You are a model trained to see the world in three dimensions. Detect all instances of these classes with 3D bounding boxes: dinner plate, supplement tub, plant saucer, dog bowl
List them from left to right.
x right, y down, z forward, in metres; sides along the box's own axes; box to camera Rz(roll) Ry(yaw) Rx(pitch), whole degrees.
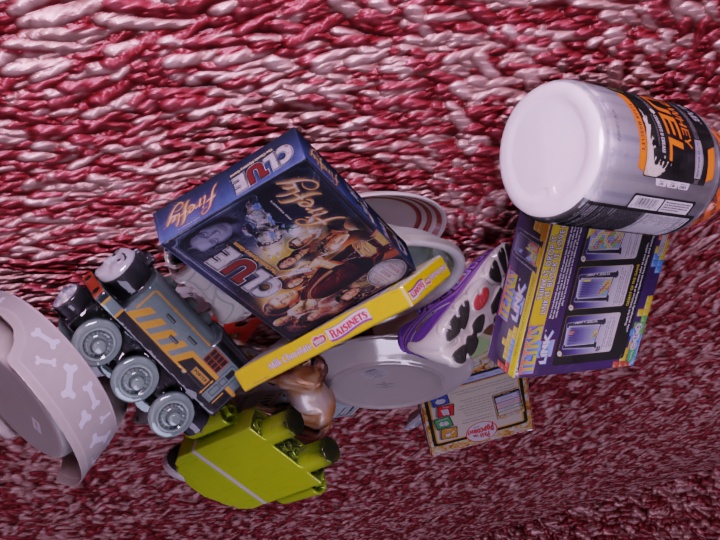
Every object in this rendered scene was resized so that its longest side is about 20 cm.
[{"bbox_3d":[-0.304,0.104,1.045,0.059,0.200,0.200,-42,171,-30],"label":"dog bowl"},{"bbox_3d":[-0.014,-0.033,1.113,0.200,0.024,0.200,-13,156,-6],"label":"dinner plate"},{"bbox_3d":[0.000,0.000,1.103,0.200,0.050,0.200,-13,158,-6],"label":"plant saucer"},{"bbox_3d":[0.030,0.124,1.302,0.200,0.024,0.200,-2,150,-1],"label":"dinner plate"},{"bbox_3d":[0.230,-0.095,0.999,0.200,0.123,0.123,3,151,-39],"label":"supplement tub"}]

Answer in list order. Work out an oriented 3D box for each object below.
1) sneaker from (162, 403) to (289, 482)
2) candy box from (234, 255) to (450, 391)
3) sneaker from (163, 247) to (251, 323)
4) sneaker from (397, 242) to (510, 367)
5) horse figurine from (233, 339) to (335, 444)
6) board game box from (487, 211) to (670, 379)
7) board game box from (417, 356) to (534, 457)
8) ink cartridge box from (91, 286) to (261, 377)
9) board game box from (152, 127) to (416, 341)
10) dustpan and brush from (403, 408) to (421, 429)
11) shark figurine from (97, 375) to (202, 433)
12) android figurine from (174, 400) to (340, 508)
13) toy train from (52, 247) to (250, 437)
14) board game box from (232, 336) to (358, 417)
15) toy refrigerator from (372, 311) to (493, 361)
[{"bbox_3d":[-0.136,0.205,1.376,0.200,0.071,0.099,-1,142,-21],"label":"sneaker"},{"bbox_3d":[-0.017,0.049,1.054,0.200,0.026,0.102,-29,-179,29],"label":"candy box"},{"bbox_3d":[-0.135,-0.010,1.010,0.081,0.075,0.200,-25,153,-18],"label":"sneaker"},{"bbox_3d":[0.105,0.028,1.215,0.083,0.081,0.200,5,-152,34],"label":"sneaker"},{"bbox_3d":[-0.077,0.136,1.260,0.132,0.050,0.200,3,138,21],"label":"horse figurine"},{"bbox_3d":[0.232,0.008,1.187,0.165,0.057,0.200,-2,115,-27],"label":"board game box"},{"bbox_3d":[0.148,0.156,1.522,0.151,0.046,0.200,-15,133,-1],"label":"board game box"},{"bbox_3d":[-0.187,0.069,1.206,0.200,0.057,0.163,2,151,-27],"label":"ink cartridge box"},{"bbox_3d":[-0.056,-0.022,0.937,0.135,0.035,0.200,-30,144,14],"label":"board game box"},{"bbox_3d":[0.113,0.166,1.600,0.139,0.057,0.200,2,152,-35],"label":"dustpan and brush"},{"bbox_3d":[-0.201,0.137,1.194,0.128,0.090,0.214,-30,168,-2],"label":"shark figurine"},{"bbox_3d":[-0.125,0.214,1.291,0.200,0.041,0.182,-26,126,35],"label":"android figurine"},{"bbox_3d":[-0.194,0.069,1.068,0.114,0.085,0.200,-43,119,-8],"label":"toy train"},{"bbox_3d":[-0.085,0.144,1.423,0.200,0.064,0.148,-5,155,-25],"label":"board game box"},{"bbox_3d":[0.097,0.061,1.339,0.076,0.070,0.200,-28,154,28],"label":"toy refrigerator"}]
